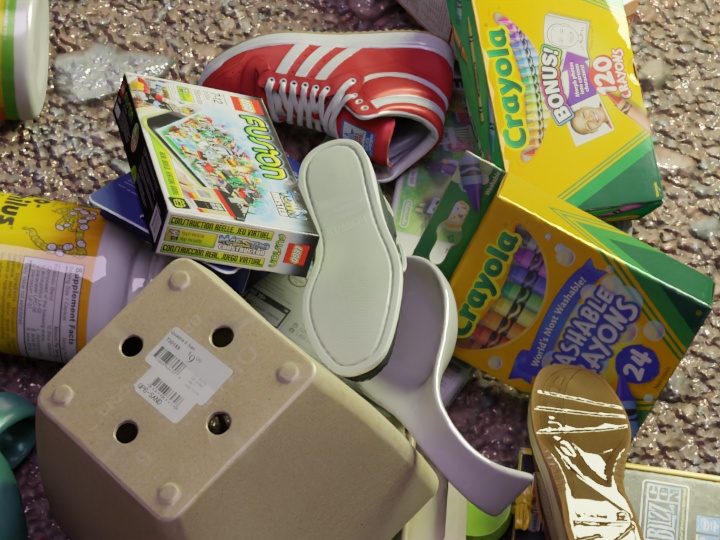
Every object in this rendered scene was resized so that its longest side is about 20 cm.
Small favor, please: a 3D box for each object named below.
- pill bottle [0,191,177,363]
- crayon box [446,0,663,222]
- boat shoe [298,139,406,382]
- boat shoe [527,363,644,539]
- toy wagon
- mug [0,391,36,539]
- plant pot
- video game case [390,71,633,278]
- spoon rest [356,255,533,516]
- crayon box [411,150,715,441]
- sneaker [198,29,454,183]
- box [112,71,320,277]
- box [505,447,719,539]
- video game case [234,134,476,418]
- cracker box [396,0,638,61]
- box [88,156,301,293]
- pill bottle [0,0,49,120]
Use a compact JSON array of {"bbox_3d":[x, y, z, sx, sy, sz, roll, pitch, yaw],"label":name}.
[{"bbox_3d":[-0.216,0.007,1.489,0.198,0.113,0.114,9,59,3],"label":"pill bottle"},{"bbox_3d":[0.140,-0.132,1.541,0.118,0.058,0.202,-8,79,-15],"label":"crayon box"},{"bbox_3d":[0.000,0.000,1.440,0.075,0.060,0.201,-13,50,15],"label":"boat shoe"},{"bbox_3d":[0.143,0.150,1.399,0.071,0.072,0.201,6,42,-14],"label":"boat shoe"},{"bbox_3d":[0.021,0.164,1.436,0.198,0.040,0.157,1,61,8],"label":"toy wagon"},{"bbox_3d":[-0.296,0.156,1.396,0.150,0.115,0.187,3,60,-2],"label":"mug"},{"bbox_3d":[-0.098,0.114,1.361,0.200,0.177,0.199,-45,60,-13],"label":"plant pot"},{"bbox_3d":[0.117,-0.060,1.581,0.180,0.022,0.201,12,51,0],"label":"video game case"},{"bbox_3d":[0.045,0.073,1.416,0.060,0.099,0.201,19,31,-45],"label":"spoon rest"},{"bbox_3d":[0.131,0.021,1.473,0.199,0.126,0.052,28,26,1],"label":"crayon box"},{"bbox_3d":[-0.029,-0.120,1.575,0.198,0.072,0.113,-5,45,9],"label":"sneaker"},{"bbox_3d":[-0.104,-0.069,1.463,0.109,0.035,0.201,9,29,-22],"label":"box"},{"bbox_3d":[0.173,0.229,1.421,0.158,0.049,0.202,9,59,0],"label":"box"},{"bbox_3d":[0.009,0.010,1.553,0.199,0.024,0.182,31,62,15],"label":"video game case"},{"bbox_3d":[0.105,-0.234,1.665,0.133,0.058,0.200,-29,62,-29],"label":"cracker box"},{"bbox_3d":[-0.100,-0.043,1.490,0.120,0.033,0.200,28,27,14],"label":"box"},{"bbox_3d":[-0.339,-0.173,1.588,0.198,0.111,0.112,2,59,-2],"label":"pill bottle"}]
